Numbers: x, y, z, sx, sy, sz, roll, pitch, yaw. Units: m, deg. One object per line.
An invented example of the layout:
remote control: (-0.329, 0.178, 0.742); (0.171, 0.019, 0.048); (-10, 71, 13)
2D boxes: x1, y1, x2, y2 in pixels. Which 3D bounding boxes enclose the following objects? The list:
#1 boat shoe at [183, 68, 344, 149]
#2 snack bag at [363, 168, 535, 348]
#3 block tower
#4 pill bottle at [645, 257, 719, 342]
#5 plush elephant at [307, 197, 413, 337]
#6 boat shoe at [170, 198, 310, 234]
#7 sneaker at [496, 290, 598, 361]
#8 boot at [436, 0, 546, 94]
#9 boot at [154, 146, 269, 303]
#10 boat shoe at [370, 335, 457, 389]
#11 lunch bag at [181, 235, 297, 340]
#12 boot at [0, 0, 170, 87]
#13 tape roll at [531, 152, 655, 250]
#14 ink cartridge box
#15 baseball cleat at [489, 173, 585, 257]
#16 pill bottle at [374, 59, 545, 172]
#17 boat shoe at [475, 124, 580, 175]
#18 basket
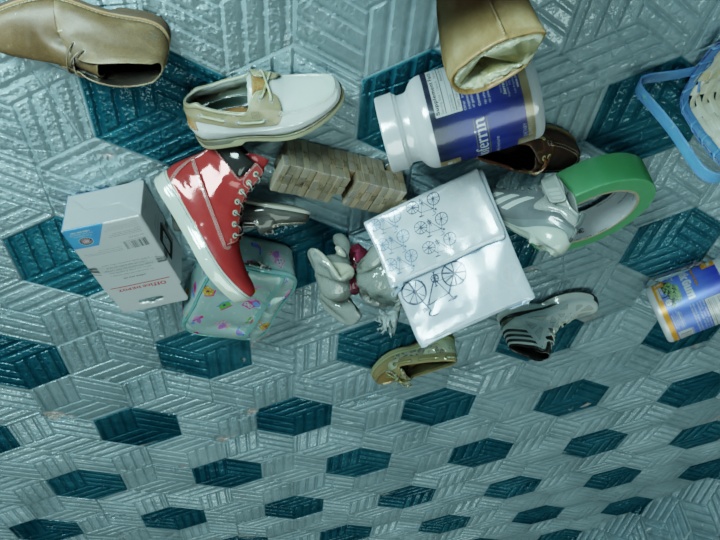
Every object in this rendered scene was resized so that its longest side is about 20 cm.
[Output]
boat shoe: (-0.118, -0.201, 0.861); (0.195, 0.076, 0.069); (-14, 149, 8)
snack bag: (0.123, -0.014, 1.001); (0.185, 0.204, 0.021); (-23, 175, 4)
block tower: (-0.027, -0.129, 0.995); (0.195, 0.059, 0.054); (9, 140, -26)
pill bottle: (0.648, 0.046, 1.335); (0.197, 0.114, 0.112); (-27, 141, 21)
plush elephant: (0.000, 0.000, 1.092); (0.151, 0.203, 0.167); (13, 143, 7)
boat shoe: (-0.170, -0.074, 1.013); (0.195, 0.067, 0.059); (7, 98, -12)
sneaker: (0.365, 0.114, 1.355); (0.195, 0.118, 0.076); (-11, 144, 2)
boot: (0.146, -0.287, 0.701); (0.173, 0.204, 0.066); (-29, 140, 25)
boot: (-0.161, -0.071, 0.944); (0.142, 0.072, 0.203); (-30, 100, 1)
boat shoe: (0.104, 0.190, 1.439); (0.198, 0.064, 0.073); (-31, 140, 27)
lunch bag: (-0.193, 0.032, 1.149); (0.157, 0.079, 0.201); (13, 138, -27)
boot: (-0.305, -0.241, 0.765); (0.194, 0.077, 0.074); (0, 145, -12)
tape roll: (0.344, -0.099, 1.090); (0.195, 0.049, 0.202); (-15, 155, -7)
ink cartridge box: (-0.334, -0.029, 1.044); (0.113, 0.068, 0.202); (-11, 143, 1)
baseball cleat: (0.233, -0.099, 1.027); (0.069, 0.199, 0.108); (23, 101, -54)
pill bottle: (0.121, -0.196, 0.889); (0.195, 0.118, 0.117); (-15, 144, 9)
boat shoe: (0.228, -0.164, 0.995); (0.195, 0.072, 0.071); (7, 138, -23)
basket: (0.474, -0.199, 0.916); (0.195, 0.179, 0.140); (-12, 149, -16)
